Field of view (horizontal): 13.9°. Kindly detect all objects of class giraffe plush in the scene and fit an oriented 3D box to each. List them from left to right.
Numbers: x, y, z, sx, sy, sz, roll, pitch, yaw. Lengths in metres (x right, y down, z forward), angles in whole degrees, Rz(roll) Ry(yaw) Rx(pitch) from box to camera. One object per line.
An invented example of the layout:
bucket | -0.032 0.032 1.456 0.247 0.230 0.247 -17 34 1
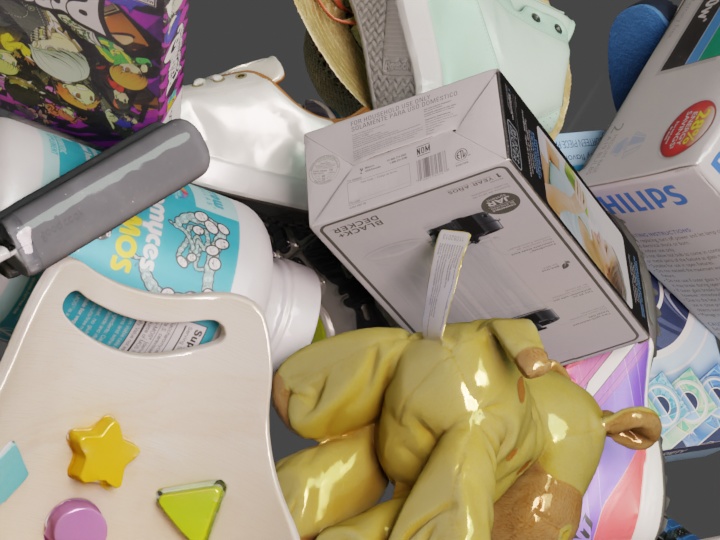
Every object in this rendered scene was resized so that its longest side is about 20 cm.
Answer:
giraffe plush | 0.060 0.094 1.550 0.162 0.172 0.200 25 93 -49

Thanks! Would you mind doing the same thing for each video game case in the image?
video game case | -0.183 -0.145 1.485 0.200 0.181 0.036 22 59 6

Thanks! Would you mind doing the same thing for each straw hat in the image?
straw hat | 0.017 -0.127 1.699 0.201 0.085 0.201 21 52 -29

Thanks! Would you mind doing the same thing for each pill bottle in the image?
pill bottle | -0.123 0.000 1.550 0.200 0.111 0.111 19 62 -25

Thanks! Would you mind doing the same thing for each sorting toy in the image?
sorting toy | -0.121 0.090 1.480 0.200 0.107 0.180 14 91 -28

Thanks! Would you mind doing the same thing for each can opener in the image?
can opener | -0.170 -0.031 1.438 0.200 0.053 0.067 -32 103 -24

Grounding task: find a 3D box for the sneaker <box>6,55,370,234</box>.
sneaker | -0.088 -0.081 1.601 0.200 0.073 0.085 14 78 -5

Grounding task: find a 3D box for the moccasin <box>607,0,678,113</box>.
moccasin | 0.213 -0.077 1.822 0.068 0.080 0.200 -31 103 -41

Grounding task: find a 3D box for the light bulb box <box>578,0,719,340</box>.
light bulb box | 0.262 -0.063 1.727 0.200 0.125 0.198 43 64 -22

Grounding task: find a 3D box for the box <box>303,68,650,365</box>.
box | 0.064 -0.016 1.569 0.200 0.116 0.060 47 31 -49

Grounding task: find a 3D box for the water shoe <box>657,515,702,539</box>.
water shoe | 0.192 0.175 1.697 0.200 0.079 0.072 34 57 -17

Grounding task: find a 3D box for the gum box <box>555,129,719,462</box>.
gum box | 0.122 0.020 1.736 0.170 0.045 0.200 -6 75 -33

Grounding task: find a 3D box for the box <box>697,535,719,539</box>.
box | 0.123 0.257 1.549 0.200 0.131 0.199 -13 83 -15

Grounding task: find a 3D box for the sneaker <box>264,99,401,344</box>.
sneaker | 0.000 0.000 1.665 0.080 0.077 0.200 -18 86 -55

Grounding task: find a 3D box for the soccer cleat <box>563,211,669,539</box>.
soccer cleat | 0.125 0.060 1.658 0.073 0.068 0.200 4 73 -24

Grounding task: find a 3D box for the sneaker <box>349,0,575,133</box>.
sneaker | 0.055 -0.162 1.635 0.118 0.074 0.201 3 71 -32
